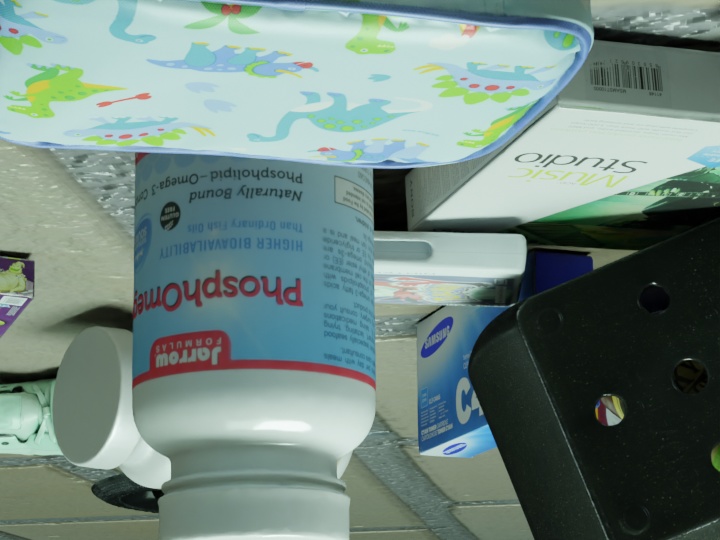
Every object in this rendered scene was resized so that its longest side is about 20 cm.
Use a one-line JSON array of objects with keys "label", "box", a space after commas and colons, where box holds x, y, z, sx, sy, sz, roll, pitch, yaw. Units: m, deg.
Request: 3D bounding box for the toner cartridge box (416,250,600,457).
[{"label": "toner cartridge box", "box": [0.091, 0.060, 1.089, 0.043, 0.096, 0.200, 6, 163, -18]}]

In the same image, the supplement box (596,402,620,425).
[{"label": "supplement box", "box": [0.259, 0.102, 1.221, 0.198, 0.112, 0.085, -12, 161, 33]}]

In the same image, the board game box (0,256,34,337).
[{"label": "board game box", "box": [-0.285, 0.024, 1.065, 0.119, 0.033, 0.200, 2, 165, -23]}]

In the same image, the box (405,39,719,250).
[{"label": "box", "box": [0.118, -0.053, 0.789, 0.142, 0.037, 0.200, 3, 166, -16]}]

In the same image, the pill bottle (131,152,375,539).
[{"label": "pill bottle", "box": [-0.047, 0.020, 0.733, 0.107, 0.203, 0.109, -1, 165, 0]}]

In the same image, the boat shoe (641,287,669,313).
[{"label": "boat shoe", "box": [0.244, 0.025, 1.031, 0.071, 0.063, 0.199, 10, 163, -42]}]

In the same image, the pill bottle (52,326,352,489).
[{"label": "pill bottle", "box": [-0.109, 0.099, 1.184, 0.198, 0.117, 0.115, 11, 161, -37]}]

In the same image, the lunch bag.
[{"label": "lunch bag", "box": [-0.034, -0.090, 0.560, 0.197, 0.084, 0.161, 3, 163, -14]}]

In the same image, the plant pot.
[{"label": "plant pot", "box": [0.170, 0.078, 0.874, 0.198, 0.202, 0.178, -22, 161, 3]}]

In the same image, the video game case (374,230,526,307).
[{"label": "video game case", "box": [0.000, 0.000, 0.926, 0.180, 0.023, 0.200, 2, 175, 5]}]

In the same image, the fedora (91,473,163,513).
[{"label": "fedora", "box": [-0.137, 0.151, 1.413, 0.198, 0.093, 0.201, -1, 165, 0]}]

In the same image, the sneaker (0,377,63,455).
[{"label": "sneaker", "box": [-0.244, 0.118, 1.309, 0.117, 0.075, 0.200, 1, 169, -32]}]

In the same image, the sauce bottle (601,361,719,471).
[{"label": "sauce bottle", "box": [0.190, 0.078, 1.030, 0.064, 0.065, 0.200, 16, -164, -47]}]
